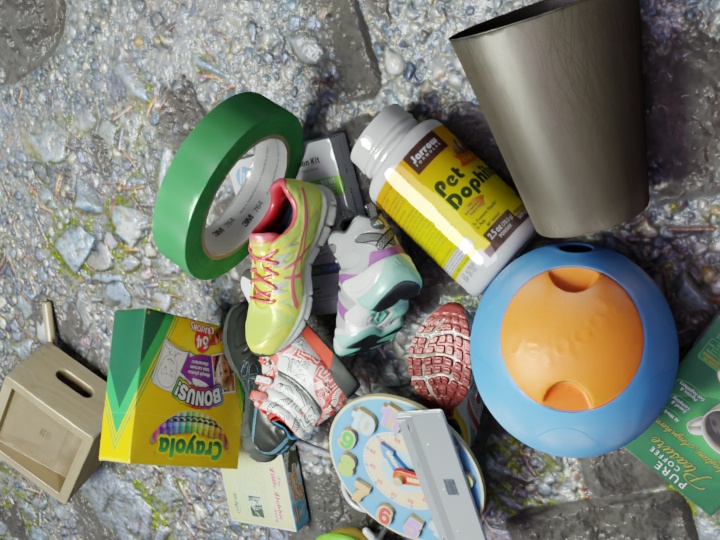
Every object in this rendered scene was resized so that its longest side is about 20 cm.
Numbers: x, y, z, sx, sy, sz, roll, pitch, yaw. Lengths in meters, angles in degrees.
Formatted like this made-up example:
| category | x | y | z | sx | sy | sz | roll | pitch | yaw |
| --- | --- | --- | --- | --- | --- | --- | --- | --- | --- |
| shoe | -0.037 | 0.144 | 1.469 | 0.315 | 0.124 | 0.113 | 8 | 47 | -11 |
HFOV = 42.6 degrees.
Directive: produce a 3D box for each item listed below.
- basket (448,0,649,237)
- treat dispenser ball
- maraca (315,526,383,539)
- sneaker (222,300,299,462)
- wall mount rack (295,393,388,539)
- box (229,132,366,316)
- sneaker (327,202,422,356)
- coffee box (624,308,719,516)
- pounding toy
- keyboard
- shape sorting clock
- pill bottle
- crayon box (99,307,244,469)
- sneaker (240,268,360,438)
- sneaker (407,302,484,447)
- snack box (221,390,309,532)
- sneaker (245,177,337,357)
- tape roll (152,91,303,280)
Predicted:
| category | x | y | z | sx | sy | sz | roll | pitch | yaw |
| --- | --- | --- | --- | --- | --- | --- | --- | --- | --- |
| basket | 0.194 | -0.146 | 0.862 | 0.177 | 0.136 | 0.204 | -18 | 106 | 6 |
| treat dispenser ball | 0.204 | 0.076 | 0.893 | 0.197 | 0.200 | 0.206 | 11 | 113 | 26 |
| maraca | 0.012 | 0.413 | 1.188 | 0.136 | 0.107 | 0.202 | -15 | 114 | 46 |
| sneaker | -0.115 | 0.129 | 1.148 | 0.081 | 0.072 | 0.204 | -32 | 67 | 45 |
| wall mount rack | 0.011 | 0.231 | 1.139 | 0.175 | 0.074 | 0.200 | 51 | 123 | 6 |
| box | -0.064 | -0.048 | 1.103 | 0.153 | 0.041 | 0.205 | -8 | 103 | 31 |
| sneaker | 0.000 | 0.000 | 1.021 | 0.142 | 0.076 | 0.201 | 67 | 151 | 22 |
| coffee box | 0.360 | 0.133 | 0.917 | 0.122 | 0.044 | 0.202 | 36 | 121 | 15 |
| pounding toy | -0.456 | 0.194 | 1.381 | 0.198 | 0.142 | 0.186 | 34 | 122 | 3 |
| keyboard | 0.092 | 0.234 | 1.003 | 0.055 | 0.011 | 0.203 | -10 | 115 | 22 |
| shape sorting clock | 0.049 | 0.228 | 1.048 | 0.196 | 0.039 | 0.204 | 14 | 120 | 25 |
| pill bottle | 0.085 | -0.078 | 0.962 | 0.200 | 0.109 | 0.110 | 43 | 123 | 9 |
| crayon box | -0.222 | 0.151 | 1.136 | 0.057 | 0.199 | 0.177 | -5 | 76 | 31 |
| sneaker | -0.102 | 0.098 | 1.075 | 0.108 | 0.067 | 0.201 | -42 | 73 | -7 |
| sneaker | 0.100 | 0.123 | 1.038 | 0.076 | 0.082 | 0.204 | 14 | 123 | 24 |
| snack box | -0.140 | 0.251 | 1.257 | 0.114 | 0.037 | 0.205 | 0 | 107 | 32 |
| sneaker | -0.095 | -0.008 | 1.009 | 0.077 | 0.090 | 0.205 | 8 | 80 | 38 |
| tape roll | -0.138 | -0.088 | 0.986 | 0.048 | 0.200 | 0.203 | 31 | 120 | 16 |
